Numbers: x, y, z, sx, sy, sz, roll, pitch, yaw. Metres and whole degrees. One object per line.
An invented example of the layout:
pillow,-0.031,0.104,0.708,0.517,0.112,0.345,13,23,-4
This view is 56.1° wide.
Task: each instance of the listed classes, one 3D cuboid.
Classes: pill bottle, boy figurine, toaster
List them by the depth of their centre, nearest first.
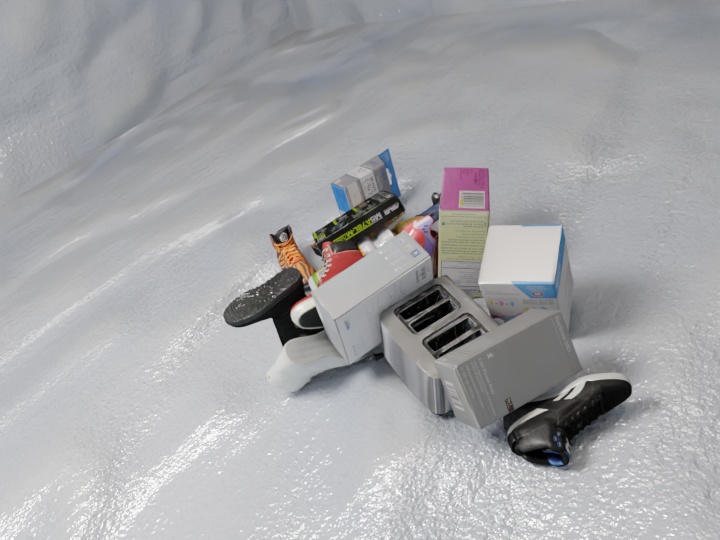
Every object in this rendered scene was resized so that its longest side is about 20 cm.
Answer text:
toaster,0.137,0.126,1.148,0.199,0.119,0.181,-29,48,-17
pill bottle,0.000,0.000,1.395,0.199,0.111,0.111,-38,32,6
boy figurine,0.107,-0.097,1.485,0.199,0.065,0.124,-31,16,-13

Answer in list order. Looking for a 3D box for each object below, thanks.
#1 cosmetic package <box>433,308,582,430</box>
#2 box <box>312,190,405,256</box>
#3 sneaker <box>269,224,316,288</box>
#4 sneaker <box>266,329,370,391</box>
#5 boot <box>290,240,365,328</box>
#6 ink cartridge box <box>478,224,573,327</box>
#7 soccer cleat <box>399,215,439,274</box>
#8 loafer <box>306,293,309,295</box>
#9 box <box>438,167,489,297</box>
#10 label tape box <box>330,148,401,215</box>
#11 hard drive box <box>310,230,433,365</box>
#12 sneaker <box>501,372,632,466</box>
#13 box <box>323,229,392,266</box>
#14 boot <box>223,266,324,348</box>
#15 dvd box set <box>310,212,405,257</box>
cosmetic package,0.224,0.144,1.024,0.199,0.108,0.090,-26,6,-15
box,-0.010,-0.101,1.435,0.192,0.048,0.200,-34,11,-1
sneaker,-0.169,-0.036,1.589,0.077,0.113,0.200,-28,33,-15
sneaker,-0.083,0.168,1.270,0.199,0.116,0.074,-2,55,-39
boot,-0.065,0.018,1.247,0.199,0.073,0.144,-25,56,-28
ink cartridge box,0.299,0.031,1.189,0.127,0.201,0.126,0,53,26
soccer cleat,0.138,-0.046,1.384,0.076,0.200,0.067,-36,61,4
loafer,-0.146,0.071,1.454,0.069,0.071,0.199,-26,32,-28
box,0.209,-0.079,1.367,0.096,0.202,0.177,3,35,8
label tape box,0.034,-0.197,1.698,0.199,0.145,0.063,-35,35,-25
hard drive box,0.029,0.049,1.180,0.199,0.156,0.077,-33,56,-14
sneaker,0.313,0.228,0.990,0.198,0.073,0.112,-20,34,13
box,0.037,-0.031,1.537,0.198,0.049,0.159,5,38,33
boot,-0.152,0.114,1.272,0.164,0.201,0.066,-31,44,-16
dvd box set,-0.008,-0.094,1.560,0.199,0.030,0.146,-37,22,-13
